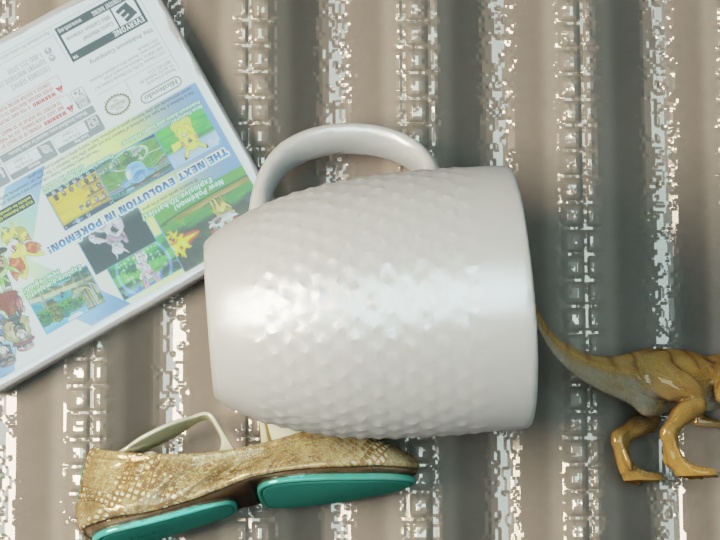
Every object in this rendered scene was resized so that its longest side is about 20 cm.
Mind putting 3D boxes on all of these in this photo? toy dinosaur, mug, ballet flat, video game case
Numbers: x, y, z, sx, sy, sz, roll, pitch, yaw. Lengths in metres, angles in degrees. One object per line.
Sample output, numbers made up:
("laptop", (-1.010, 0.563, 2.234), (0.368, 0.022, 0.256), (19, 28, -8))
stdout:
("toy dinosaur", (0.168, 0.069, 1.290), (0.199, 0.060, 0.107), (6, 77, -24))
("mug", (0.000, 0.000, 1.244), (0.174, 0.148, 0.201), (-4, 56, -3))
("ballet flat", (-0.067, 0.109, 1.267), (0.198, 0.071, 0.066), (-9, 69, -9))
("video game case", (-0.171, -0.055, 1.301), (0.199, 0.022, 0.183), (-29, 86, -8))
